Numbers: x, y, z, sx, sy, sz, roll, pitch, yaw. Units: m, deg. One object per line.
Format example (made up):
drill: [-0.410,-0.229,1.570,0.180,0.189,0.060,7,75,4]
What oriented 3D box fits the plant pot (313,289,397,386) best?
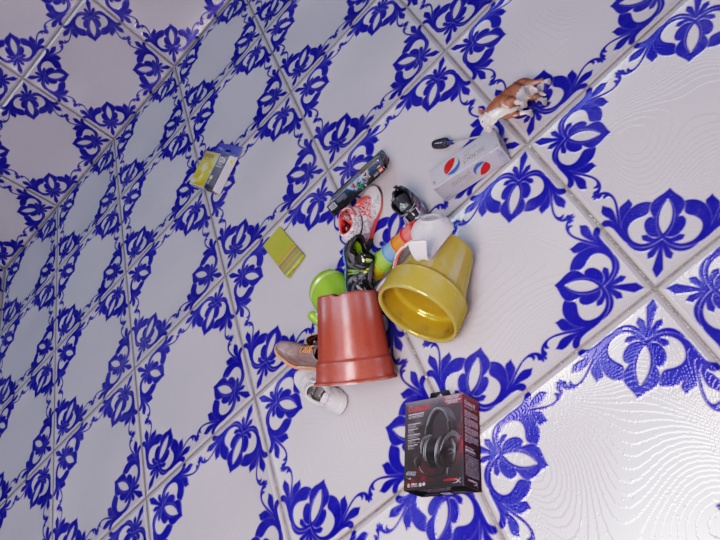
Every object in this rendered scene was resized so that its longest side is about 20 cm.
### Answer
plant pot: [-0.019,0.153,1.510,0.197,0.198,0.202,-10,83,38]

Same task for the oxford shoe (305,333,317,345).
oxford shoe: [-0.063,0.194,1.671,0.196,0.071,0.073,-4,61,40]

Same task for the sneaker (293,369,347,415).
sneaker: [-0.115,0.287,1.643,0.198,0.099,0.077,21,83,49]

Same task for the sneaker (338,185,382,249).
sneaker: [-0.001,-0.162,1.793,0.066,0.107,0.207,-6,62,39]

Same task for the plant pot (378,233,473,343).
plant pot: [0.162,0.025,1.481,0.197,0.202,0.192,1,51,43]

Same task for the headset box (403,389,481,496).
headset box: [0.168,0.350,1.356,0.146,0.077,0.206,-18,57,35]

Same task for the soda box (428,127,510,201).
soda box: [0.268,-0.260,1.631,0.197,0.063,0.070,-31,47,25]

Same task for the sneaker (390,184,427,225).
sneaker: [0.124,-0.137,1.636,0.077,0.139,0.202,-41,44,14]

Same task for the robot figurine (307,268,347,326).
robot figurine: [-0.062,0.076,1.705,0.177,0.115,0.200,-50,42,6]

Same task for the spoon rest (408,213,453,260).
spoon rest: [0.146,-0.072,1.430,0.096,0.063,0.200,-2,22,20]

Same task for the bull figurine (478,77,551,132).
bull figurine: [0.370,-0.402,1.579,0.119,0.066,0.200,16,52,43]

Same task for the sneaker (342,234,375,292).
sneaker: [0.000,0.000,1.636,0.083,0.069,0.205,127,139,-51]

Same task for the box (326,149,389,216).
box: [-0.005,-0.248,1.852,0.199,0.038,0.137,-40,12,19]

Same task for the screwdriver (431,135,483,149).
screwdriver: [0.247,-0.330,1.692,0.030,0.028,0.198,-59,29,-9]

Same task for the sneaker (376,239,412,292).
sneaker: [0.112,0.019,1.594,0.203,0.075,0.083,-61,38,27]

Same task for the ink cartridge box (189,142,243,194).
ink cartridge box: [-0.549,-0.397,2.498,0.195,0.047,0.205,18,82,48]

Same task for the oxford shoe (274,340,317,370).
oxford shoe: [-0.127,0.206,1.644,0.194,0.074,0.072,14,49,13]

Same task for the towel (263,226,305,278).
towel: [-0.235,-0.059,2.024,0.086,0.018,0.200,-47,42,3]

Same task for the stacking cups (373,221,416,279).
stacking cups: [0.087,-0.051,1.636,0.200,0.059,0.062,-42,40,44]
